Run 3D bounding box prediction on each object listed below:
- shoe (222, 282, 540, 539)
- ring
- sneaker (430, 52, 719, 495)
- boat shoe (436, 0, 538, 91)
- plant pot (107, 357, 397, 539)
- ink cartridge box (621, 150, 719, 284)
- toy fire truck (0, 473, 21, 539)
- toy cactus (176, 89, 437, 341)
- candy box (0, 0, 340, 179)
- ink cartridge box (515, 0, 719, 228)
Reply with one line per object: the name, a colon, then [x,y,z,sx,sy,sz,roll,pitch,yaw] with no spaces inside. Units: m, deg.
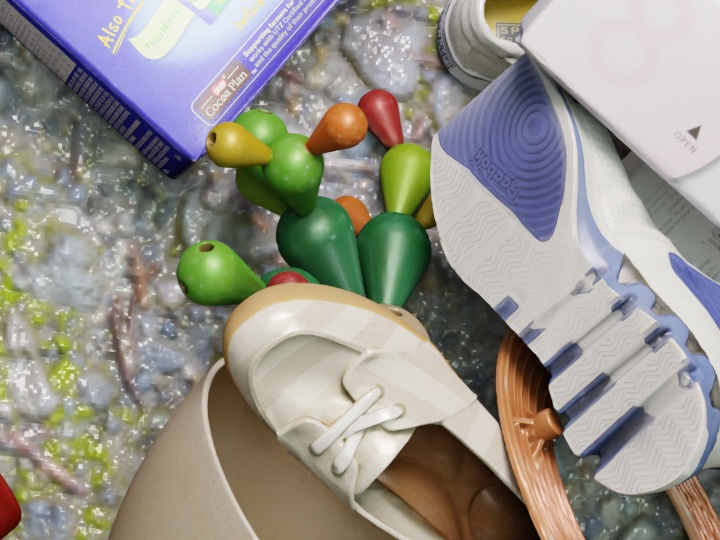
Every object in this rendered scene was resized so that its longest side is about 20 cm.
shoe: [0.025,0.074,1.209,0.200,0.053,0.070,38,99,-30]
ring: [0.122,0.107,1.277,0.019,0.200,0.201,-30,90,21]
sneaker: [0.111,0.011,1.266,0.080,0.115,0.200,-37,64,24]
boat shoe: [0.140,-0.120,1.355,0.200,0.086,0.075,-1,82,-13]
plant pot: [-0.036,0.153,1.240,0.200,0.200,0.134,46,110,-4]
ink cartridge box: [0.192,0.020,1.330,0.200,0.067,0.117,42,117,-5]
toy fire truck: [-0.214,0.076,1.202,0.112,0.168,0.200,-38,92,-15]
toy cactus: [0.000,0.000,1.273,0.102,0.200,0.166,-26,92,22]
candy box: [-0.098,-0.170,1.311,0.200,0.077,0.169,43,77,-6]
ink cartridge box: [0.187,-0.118,1.225,0.162,0.057,0.200,41,106,-9]
